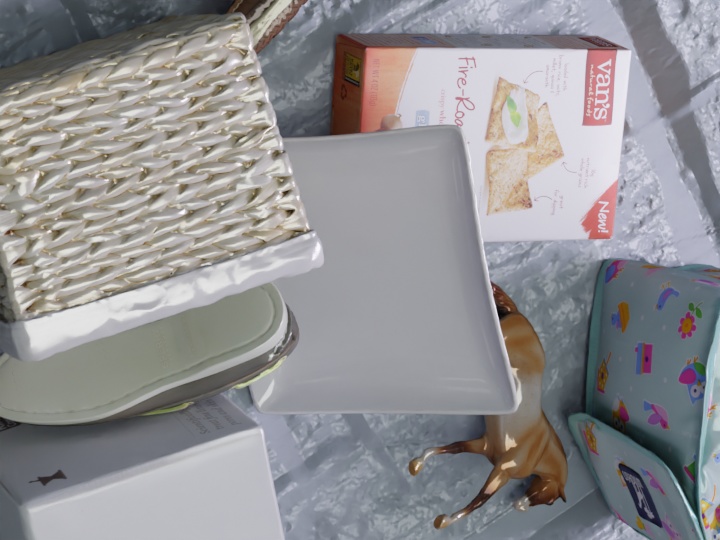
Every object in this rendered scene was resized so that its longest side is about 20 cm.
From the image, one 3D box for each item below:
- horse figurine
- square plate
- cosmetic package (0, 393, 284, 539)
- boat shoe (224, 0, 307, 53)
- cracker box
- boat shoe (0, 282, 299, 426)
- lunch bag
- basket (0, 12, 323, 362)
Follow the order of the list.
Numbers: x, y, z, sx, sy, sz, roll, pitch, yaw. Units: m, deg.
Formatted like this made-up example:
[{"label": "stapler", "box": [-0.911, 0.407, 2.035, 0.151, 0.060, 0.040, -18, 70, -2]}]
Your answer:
[{"label": "horse figurine", "box": [0.088, 0.088, 1.799, 0.132, 0.050, 0.201, -17, 104, -31]}, {"label": "square plate", "box": [0.000, 0.000, 1.690, 0.028, 0.199, 0.199, -41, 124, -55]}, {"label": "cosmetic package", "box": [-0.146, 0.189, 1.666, 0.164, 0.165, 0.201, -17, 111, -19]}, {"label": "boat shoe", "box": [-0.044, -0.221, 1.660, 0.075, 0.075, 0.203, 40, 81, -7]}, {"label": "cracker box", "box": [0.079, -0.089, 1.747, 0.199, 0.058, 0.135, -2, 106, -23]}, {"label": "boat shoe", "box": [-0.136, 0.059, 1.630, 0.200, 0.072, 0.060, -17, 156, 9]}, {"label": "lunch bag", "box": [0.232, 0.103, 1.799, 0.121, 0.170, 0.201, 6, 99, -25]}, {"label": "basket", "box": [-0.156, -0.054, 1.576, 0.199, 0.198, 0.162, -20, 100, -16]}]
